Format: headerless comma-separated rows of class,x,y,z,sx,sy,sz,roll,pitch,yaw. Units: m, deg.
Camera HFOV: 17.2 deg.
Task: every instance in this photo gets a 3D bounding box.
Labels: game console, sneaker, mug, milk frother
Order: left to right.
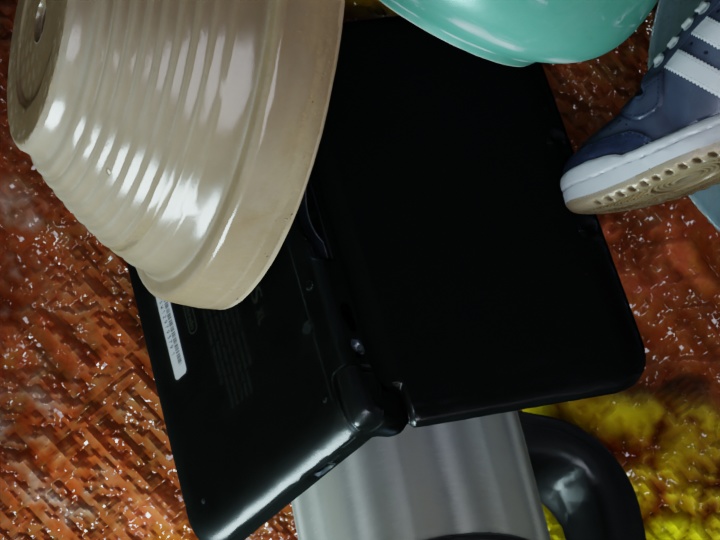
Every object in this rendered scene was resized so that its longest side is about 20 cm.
game console,0.000,0.000,1.019,0.116,0.201,0.176,13,138,-40
milk frother,0.019,0.156,1.064,0.200,0.189,0.180,-33,142,29
mug,0.046,-0.156,0.955,0.184,0.152,0.115,15,113,-33
sneaker,0.154,-0.104,0.951,0.199,0.070,0.109,-27,78,25

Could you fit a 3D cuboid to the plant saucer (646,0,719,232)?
plant saucer,0.224,-0.094,1.036,0.200,0.039,0.202,1,109,2

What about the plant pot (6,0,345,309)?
plant pot,-0.082,-0.091,0.931,0.092,0.201,0.202,10,109,-20
